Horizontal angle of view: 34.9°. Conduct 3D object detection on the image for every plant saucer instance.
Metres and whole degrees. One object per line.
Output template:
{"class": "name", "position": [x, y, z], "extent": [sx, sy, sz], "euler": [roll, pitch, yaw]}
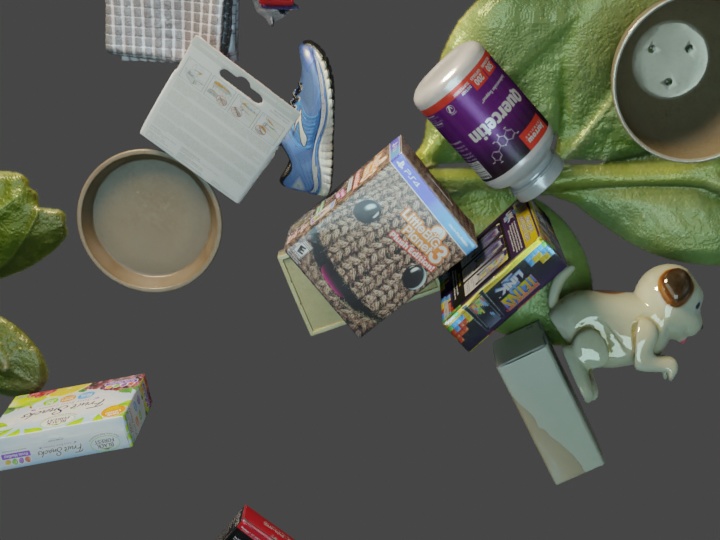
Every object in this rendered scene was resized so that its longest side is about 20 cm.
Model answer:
{"class": "plant saucer", "position": [-0.284, -0.068, 1.554], "extent": [0.197, 0.030, 0.203], "euler": [1, 110, 2]}

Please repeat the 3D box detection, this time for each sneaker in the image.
{"class": "sneaker", "position": [-0.076, -0.194, 1.479], "extent": [0.088, 0.079, 0.203], "euler": [2, 110, -2]}

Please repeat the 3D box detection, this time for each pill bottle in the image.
{"class": "pill bottle", "position": [0.168, -0.185, 1.458], "extent": [0.112, 0.113, 0.200], "euler": [-41, 104, 14]}

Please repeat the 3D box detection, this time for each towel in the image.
{"class": "towel", "position": [-0.234, -0.353, 1.422], "extent": [0.163, 0.086, 0.203], "euler": [4, 110, 1]}

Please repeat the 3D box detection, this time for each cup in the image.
{"class": "cup", "position": [0.397, -0.248, 1.413], "extent": [0.197, 0.144, 0.203], "euler": [1, 109, 2]}

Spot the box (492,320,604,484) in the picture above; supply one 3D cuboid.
{"class": "box", "position": [0.261, 0.183, 1.598], "extent": [0.077, 0.095, 0.202], "euler": [-25, 106, 10]}

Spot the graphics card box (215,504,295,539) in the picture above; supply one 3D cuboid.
{"class": "graphics card box", "position": [-0.185, 0.464, 1.730], "extent": [0.125, 0.051, 0.201], "euler": [36, 105, -11]}

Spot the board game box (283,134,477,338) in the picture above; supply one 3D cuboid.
{"class": "board game box", "position": [0.027, -0.044, 1.491], "extent": [0.199, 0.097, 0.160], "euler": [-39, 104, 14]}

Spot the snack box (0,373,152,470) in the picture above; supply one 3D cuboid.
{"class": "snack box", "position": [-0.402, 0.210, 1.595], "extent": [0.197, 0.143, 0.054], "euler": [-11, 109, 5]}

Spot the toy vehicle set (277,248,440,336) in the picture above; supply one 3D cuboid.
{"class": "toy vehicle set", "position": [0.000, 0.000, 1.572], "extent": [0.197, 0.027, 0.126], "euler": [-19, 108, 8]}

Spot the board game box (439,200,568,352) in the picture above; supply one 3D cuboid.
{"class": "board game box", "position": [0.178, -0.001, 1.476], "extent": [0.165, 0.200, 0.057], "euler": [-42, 102, 15]}

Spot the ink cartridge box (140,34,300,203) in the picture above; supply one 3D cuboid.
{"class": "ink cartridge box", "position": [-0.172, -0.195, 1.448], "extent": [0.162, 0.057, 0.200], "euler": [35, 133, -8]}

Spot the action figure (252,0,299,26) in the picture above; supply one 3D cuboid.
{"class": "action figure", "position": [-0.079, -0.398, 1.418], "extent": [0.198, 0.105, 0.196], "euler": [3, 119, -32]}

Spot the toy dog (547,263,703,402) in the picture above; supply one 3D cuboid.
{"class": "toy dog", "position": [0.366, 0.067, 1.547], "extent": [0.198, 0.139, 0.196], "euler": [-25, 71, 12]}
